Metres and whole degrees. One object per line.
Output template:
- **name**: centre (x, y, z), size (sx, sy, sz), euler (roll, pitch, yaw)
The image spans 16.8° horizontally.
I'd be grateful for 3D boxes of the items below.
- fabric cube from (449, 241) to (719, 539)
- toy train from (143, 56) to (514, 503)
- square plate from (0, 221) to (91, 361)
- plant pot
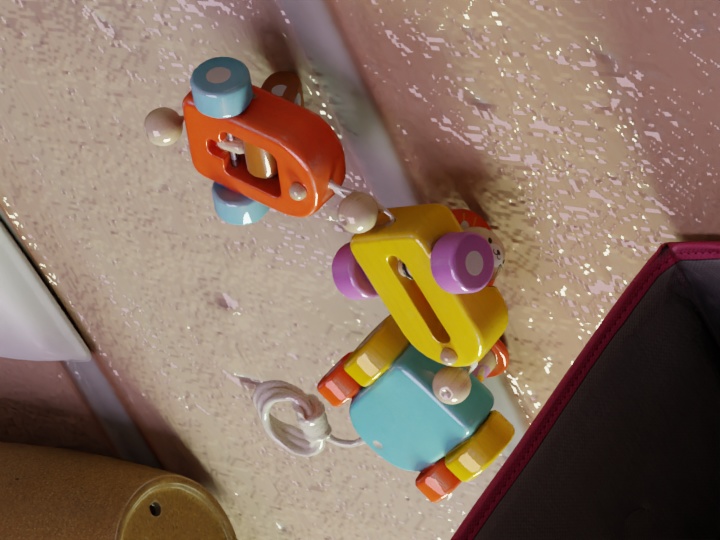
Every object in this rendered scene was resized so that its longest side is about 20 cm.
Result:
- **fabric cube**: centre (0.169, 0.128, 0.795), size (0.200, 0.196, 0.199), euler (1, 133, 46)
- **toy train**: centre (0.000, 0.000, 0.954), size (0.150, 0.056, 0.200), euler (21, 142, 30)
- **square plate**: centre (-0.249, -0.025, 1.212), size (0.198, 0.028, 0.200), euler (1, 133, 46)
- **plant pot**: centre (-0.163, 0.164, 1.252), size (0.200, 0.186, 0.186), euler (-16, 121, 37)
